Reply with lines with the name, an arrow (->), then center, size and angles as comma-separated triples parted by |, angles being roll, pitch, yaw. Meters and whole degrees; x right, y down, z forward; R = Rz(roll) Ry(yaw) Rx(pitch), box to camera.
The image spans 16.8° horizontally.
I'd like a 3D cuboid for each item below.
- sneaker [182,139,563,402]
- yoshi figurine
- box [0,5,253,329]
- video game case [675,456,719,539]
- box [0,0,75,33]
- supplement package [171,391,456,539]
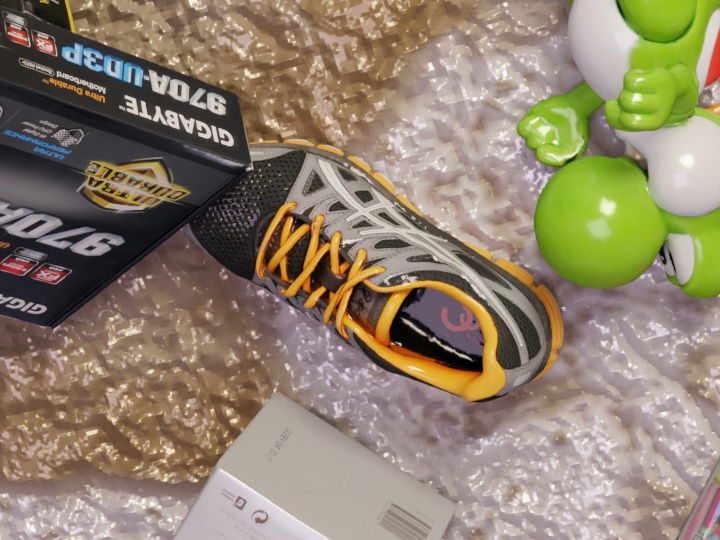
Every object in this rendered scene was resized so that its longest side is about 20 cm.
sneaker -> 0.000, 0.000, 1.147 | 0.200, 0.077, 0.078 | 24, 112, 7
yoshi figurine -> 0.111, -0.075, 1.090 | 0.112, 0.112, 0.200 | -8, 107, 28
box -> -0.174, -0.049, 1.104 | 0.159, 0.200, 0.046 | -36, 53, 33
video game case -> 0.265, 0.123, 1.152 | 0.200, 0.022, 0.182 | 26, 110, 4
box -> -0.240, -0.138, 1.137 | 0.200, 0.049, 0.160 | -24, 65, 18
supplement package -> -0.057, 0.181, 1.193 | 0.109, 0.114, 0.200 | 33, 111, 3
